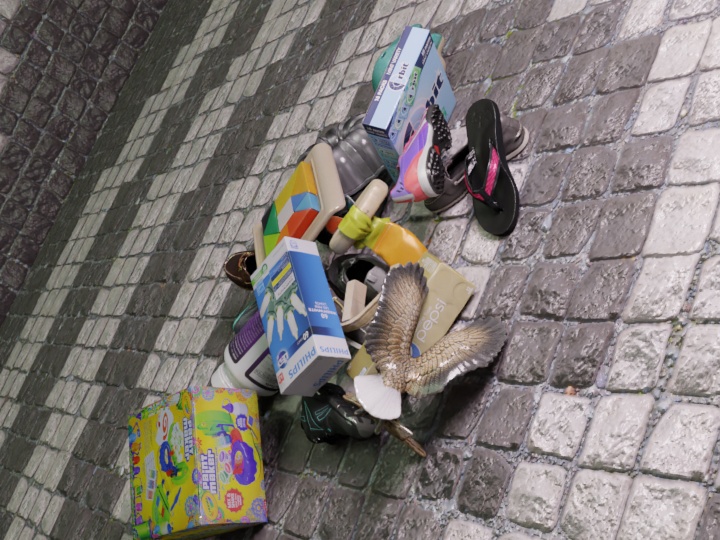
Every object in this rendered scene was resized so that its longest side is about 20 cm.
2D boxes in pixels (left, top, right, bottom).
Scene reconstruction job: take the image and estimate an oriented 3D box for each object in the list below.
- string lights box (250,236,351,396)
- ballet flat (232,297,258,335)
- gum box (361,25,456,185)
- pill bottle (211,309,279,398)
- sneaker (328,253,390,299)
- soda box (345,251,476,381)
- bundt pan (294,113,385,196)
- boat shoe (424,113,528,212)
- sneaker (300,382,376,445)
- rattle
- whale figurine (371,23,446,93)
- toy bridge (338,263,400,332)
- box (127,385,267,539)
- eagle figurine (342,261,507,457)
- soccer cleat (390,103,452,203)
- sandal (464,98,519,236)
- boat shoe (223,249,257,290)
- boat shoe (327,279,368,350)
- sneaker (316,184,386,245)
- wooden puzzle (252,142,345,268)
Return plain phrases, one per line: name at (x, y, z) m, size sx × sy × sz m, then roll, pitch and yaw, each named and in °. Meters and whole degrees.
string lights box at (-0.087, 0.064, 1.409) m, size 0.103 × 0.059 × 0.201 m, roll -47°, pitch 48°, yaw 36°
ballet flat at (-0.140, 0.042, 1.718) m, size 0.201 × 0.073 × 0.073 m, roll -57°, pitch 29°, yaw -10°
gum box at (0.079, -0.242, 1.522) m, size 0.044 × 0.200 × 0.171 m, roll 17°, pitch 74°, yaw 24°
pill bottle at (-0.146, 0.128, 1.591) m, size 0.200 × 0.111 × 0.112 m, roll -47°, pitch 31°, yaw 18°
sneaker at (0.000, 0.000, 1.518) m, size 0.200 × 0.082 × 0.075 m, roll 14°, pitch 74°, yaw 59°
soda box at (0.067, 0.079, 1.351) m, size 0.201 × 0.067 × 0.064 m, roll -56°, pitch 22°, yaw 4°
bundt pan at (-0.031, -0.193, 1.687) m, size 0.201 × 0.076 × 0.202 m, roll -32°, pitch 20°, yaw 13°
boat shoe at (0.155, -0.160, 1.460) m, size 0.200 × 0.057 × 0.067 m, roll -37°, pitch 35°, yaw 32°
sneaker at (-0.032, 0.211, 1.398) m, size 0.200 × 0.075 × 0.080 m, roll 19°, pitch 92°, yaw 67°
rattle at (0.025, -0.055, 1.502) m, size 0.200 × 0.142 × 0.131 m, roll 136°, pitch 152°, yaw -74°
whale figurine at (0.073, -0.362, 1.724) m, size 0.159 × 0.103 × 0.201 m, roll -38°, pitch 35°, yaw 31°
toy bridge at (-0.008, 0.048, 1.390) m, size 0.199 × 0.027 × 0.068 m, roll -22°, pitch 50°, yaw 43°
box at (-0.251, 0.297, 1.518) m, size 0.192 × 0.121 × 0.202 m, roll -25°, pitch 64°, yaw 44°
eagle figurine at (0.066, 0.104, 1.246) m, size 0.201 × 0.151 × 0.151 m, roll -55°, pitch 37°, yaw 5°
soccer cleat at (0.087, -0.172, 1.456) m, size 0.073 × 0.068 × 0.201 m, roll -18°, pitch 37°, yaw 26°
sandal at (0.169, -0.142, 1.372) m, size 0.075 × 0.045 × 0.202 m, roll -22°, pitch 70°, yaw 42°
boat shoe at (-0.167, -0.005, 1.670) m, size 0.199 × 0.070 × 0.071 m, roll 8°, pitch 68°, yaw 45°
boat shoe at (-0.016, 0.070, 1.472) m, size 0.201 × 0.072 × 0.061 m, roll 32°, pitch 91°, yaw 51°
sneaker at (-0.026, -0.099, 1.678) m, size 0.199 × 0.076 × 0.091 m, roll -7°, pitch 47°, yaw 46°
wooden puzzle at (-0.106, -0.086, 1.568) m, size 0.200 × 0.037 × 0.186 m, roll -48°, pitch 32°, yaw 25°
